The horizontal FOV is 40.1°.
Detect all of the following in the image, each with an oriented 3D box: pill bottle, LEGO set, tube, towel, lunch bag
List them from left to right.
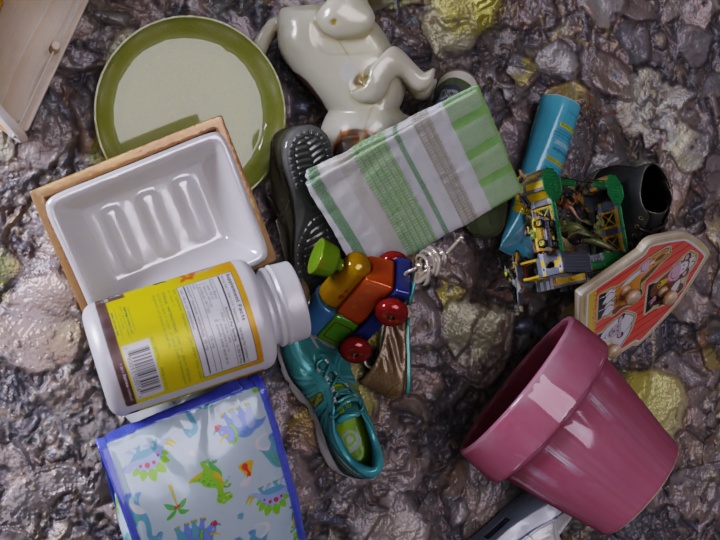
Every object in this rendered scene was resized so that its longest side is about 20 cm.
[{"bbox_3d":[-0.152,0.056,0.931,0.199,0.109,0.110,-17,94,-15],"label":"pill bottle"},{"bbox_3d":[-0.158,0.211,0.973,0.169,0.127,0.201,-21,126,-20],"label":"lunch bag"},{"bbox_3d":[0.056,-0.091,1.023,0.199,0.031,0.150,-28,129,4],"label":"towel"},{"bbox_3d":[0.213,-0.109,1.186,0.077,0.050,0.201,22,82,-42],"label":"tube"},{"bbox_3d":[0.217,-0.039,1.137,0.199,0.115,0.155,-12,87,-46],"label":"LEGO set"}]

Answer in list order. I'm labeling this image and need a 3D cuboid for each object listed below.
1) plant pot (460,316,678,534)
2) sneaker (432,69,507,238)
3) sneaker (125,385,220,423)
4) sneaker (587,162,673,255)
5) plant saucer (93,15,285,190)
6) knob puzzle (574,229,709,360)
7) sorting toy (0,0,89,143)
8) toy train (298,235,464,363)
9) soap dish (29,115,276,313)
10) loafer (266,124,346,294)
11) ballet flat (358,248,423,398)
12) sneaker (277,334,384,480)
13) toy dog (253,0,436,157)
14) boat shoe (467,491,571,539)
[{"bbox_3d":[0.236,0.181,1.082,0.179,0.200,0.200,40,75,4],"label":"plant pot"},{"bbox_3d":[0.117,-0.116,1.102,0.067,0.090,0.201,-9,114,17],"label":"sneaker"},{"bbox_3d":[-0.171,0.082,1.021,0.200,0.075,0.100,-45,104,-16],"label":"sneaker"},{"bbox_3d":[0.335,-0.030,1.197,0.074,0.106,0.201,-17,95,-20],"label":"sneaker"},{"bbox_3d":[-0.178,-0.163,1.037,0.198,0.031,0.202,-3,99,-17],"label":"plant saucer"},{"bbox_3d":[0.337,0.033,1.155,0.219,0.030,0.221,-24,140,-22],"label":"knob puzzle"},{"bbox_3d":[-0.323,-0.241,0.914,0.106,0.180,0.201,24,82,-12],"label":"sorting toy"},{"bbox_3d":[0.000,0.000,0.997,0.115,0.200,0.085,25,41,-20],"label":"toy train"},{"bbox_3d":[-0.204,-0.046,0.989,0.199,0.081,0.158,-24,108,-11],"label":"soap dish"},{"bbox_3d":[-0.057,-0.066,1.062,0.075,0.070,0.201,-18,119,-26],"label":"loafer"},{"bbox_3d":[0.029,0.041,1.112,0.072,0.068,0.202,6,90,0],"label":"ballet flat"},{"bbox_3d":[-0.025,0.135,1.073,0.077,0.080,0.201,-28,97,-19],"label":"sneaker"},{"bbox_3d":[-0.009,-0.197,1.061,0.193,0.140,0.201,-16,94,-7],"label":"toy dog"},{"bbox_3d":[0.200,0.322,1.154,0.201,0.075,0.086,-35,100,-16],"label":"boat shoe"}]
